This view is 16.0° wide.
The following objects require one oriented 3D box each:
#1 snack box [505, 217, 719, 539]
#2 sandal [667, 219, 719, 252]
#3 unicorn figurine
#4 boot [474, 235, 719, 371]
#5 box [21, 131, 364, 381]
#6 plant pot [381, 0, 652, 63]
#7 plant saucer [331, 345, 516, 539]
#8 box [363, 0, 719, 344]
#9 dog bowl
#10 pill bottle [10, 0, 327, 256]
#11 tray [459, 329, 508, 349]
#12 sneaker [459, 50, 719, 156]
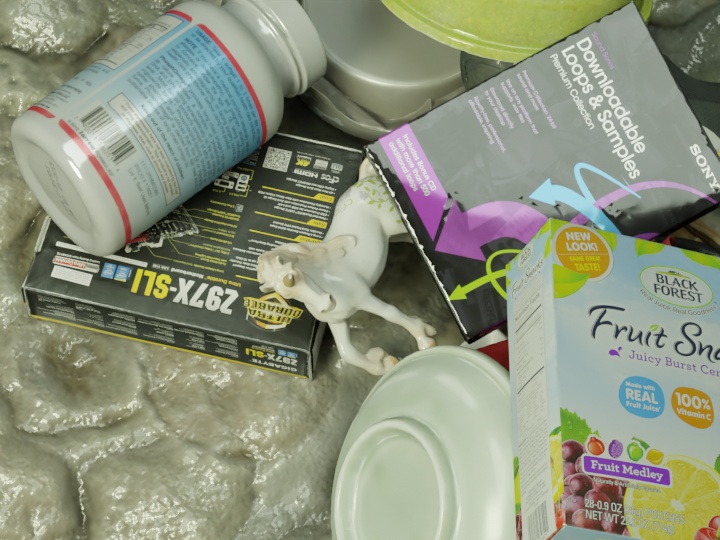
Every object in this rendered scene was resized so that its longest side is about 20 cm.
[{"bbox_3d":[0.174,0.083,1.502,0.168,0.068,0.201,11,56,-21],"label":"snack box"},{"bbox_3d":[0.205,-0.004,1.715,0.069,0.078,0.212,-25,56,-8],"label":"sandal"},{"bbox_3d":[0.000,0.000,1.669,0.137,0.074,0.200,41,37,-20],"label":"unicorn figurine"},{"bbox_3d":[0.135,0.037,1.615,0.199,0.145,0.073,-13,56,-28],"label":"boot"},{"bbox_3d":[-0.110,-0.025,1.728,0.199,0.049,0.160,12,63,5],"label":"box"},{"bbox_3d":[0.114,-0.267,1.696,0.199,0.185,0.201,7,39,-5],"label":"plant pot"},{"bbox_3d":[0.034,0.144,1.555,0.050,0.200,0.201,8,53,-38],"label":"plant saucer"},{"bbox_3d":[0.122,-0.063,1.644,0.199,0.036,0.143,-29,84,-1],"label":"box"},{"bbox_3d":[0.029,-0.177,1.812,0.199,0.059,0.201,1,60,-1],"label":"dog bowl"},{"bbox_3d":[-0.122,-0.106,1.684,0.200,0.109,0.109,-37,68,-20],"label":"pill bottle"},{"bbox_3d":[0.117,0.132,1.660,0.200,0.022,0.107,41,67,20],"label":"tray"},{"bbox_3d":[0.162,-0.114,1.724,0.199,0.075,0.085,26,48,12],"label":"sneaker"}]
